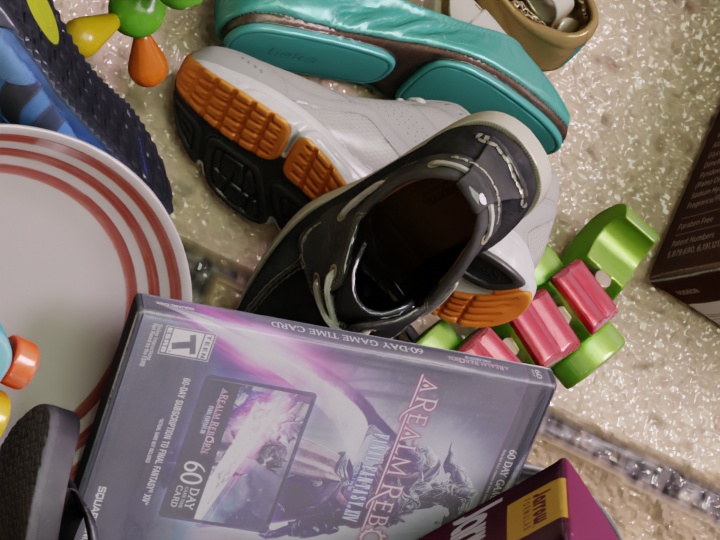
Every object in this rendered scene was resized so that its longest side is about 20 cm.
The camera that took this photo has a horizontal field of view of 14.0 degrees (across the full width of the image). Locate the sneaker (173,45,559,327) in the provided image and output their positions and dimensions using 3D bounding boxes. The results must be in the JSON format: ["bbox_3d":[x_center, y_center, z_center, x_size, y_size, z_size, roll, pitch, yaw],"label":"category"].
[{"bbox_3d":[0.005,-0.055,1.405,0.200,0.076,0.092,32,50,-4],"label":"sneaker"}]

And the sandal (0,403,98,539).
[{"bbox_3d":[-0.146,0.156,1.305,0.043,0.076,0.201,5,98,-23],"label":"sandal"}]

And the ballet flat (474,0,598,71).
[{"bbox_3d":[0.060,-0.193,1.460,0.069,0.063,0.200,-38,100,-25],"label":"ballet flat"}]

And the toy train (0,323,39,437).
[{"bbox_3d":[-0.233,0.049,1.242,0.199,0.056,0.151,-21,123,-8],"label":"toy train"}]

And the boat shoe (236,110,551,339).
[{"bbox_3d":[0.000,0.000,1.337,0.072,0.200,0.068,47,37,-7],"label":"boat shoe"}]

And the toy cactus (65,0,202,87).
[{"bbox_3d":[-0.077,-0.176,1.362,0.102,0.199,0.165,60,17,-46],"label":"toy cactus"}]

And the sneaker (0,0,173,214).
[{"bbox_3d":[-0.155,-0.074,1.291,0.200,0.078,0.066,58,17,-49],"label":"sneaker"}]

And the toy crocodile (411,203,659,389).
[{"bbox_3d":[0.076,0.038,1.428,0.200,0.062,0.068,-37,88,-35],"label":"toy crocodile"}]

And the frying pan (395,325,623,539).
[{"bbox_3d":[0.051,0.127,1.435,0.190,0.031,0.115,42,64,-2],"label":"frying pan"}]

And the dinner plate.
[{"bbox_3d":[-0.173,0.023,1.297,0.199,0.024,0.201,-9,119,-17],"label":"dinner plate"}]

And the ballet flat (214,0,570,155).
[{"bbox_3d":[0.022,-0.117,1.433,0.199,0.067,0.071,17,64,-26],"label":"ballet flat"}]

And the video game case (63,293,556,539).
[{"bbox_3d":[-0.026,0.088,1.342,0.199,0.019,0.143,11,121,-16],"label":"video game case"}]

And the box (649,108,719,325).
[{"bbox_3d":[0.284,-0.047,1.497,0.166,0.164,0.201,31,71,-20],"label":"box"}]

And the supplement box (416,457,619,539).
[{"bbox_3d":[0.033,0.190,1.315,0.200,0.131,0.103,-30,99,8],"label":"supplement box"}]
